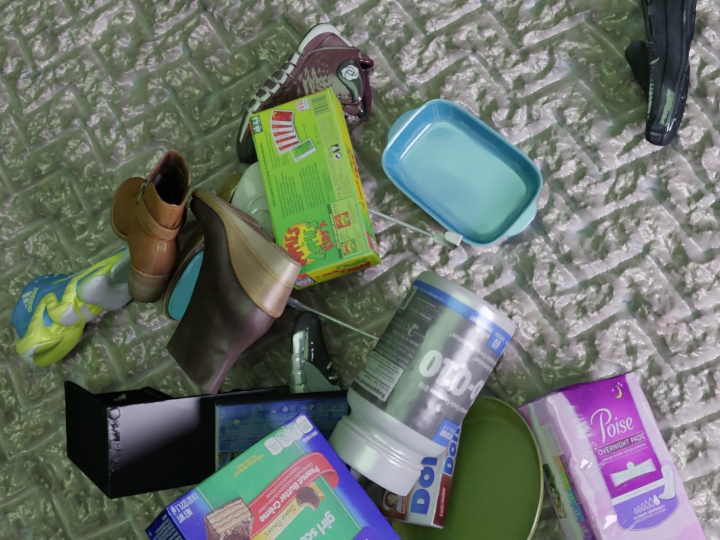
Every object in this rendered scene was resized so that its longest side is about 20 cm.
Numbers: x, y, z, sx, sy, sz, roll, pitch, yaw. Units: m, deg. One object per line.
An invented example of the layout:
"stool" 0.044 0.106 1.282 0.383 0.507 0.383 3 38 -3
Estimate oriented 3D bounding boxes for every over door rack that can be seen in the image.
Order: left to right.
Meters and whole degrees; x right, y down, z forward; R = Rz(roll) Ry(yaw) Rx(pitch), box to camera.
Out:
"over door rack" 0.000 0.000 0.939 0.199 0.067 0.148 22 84 18

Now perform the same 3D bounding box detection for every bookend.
"bookend" -0.209 0.171 0.922 0.199 0.199 0.092 -2 92 -30

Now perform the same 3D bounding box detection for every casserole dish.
"casserole dish" 0.117 -0.110 0.948 0.200 0.039 0.121 41 91 19

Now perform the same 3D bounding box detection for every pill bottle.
"pill bottle" 0.058 0.112 0.818 0.114 0.114 0.200 30 86 18

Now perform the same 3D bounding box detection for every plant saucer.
"plant saucer" 0.111 0.228 0.836 0.200 0.031 0.201 -32 43 36

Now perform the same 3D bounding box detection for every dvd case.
"dvd case" -0.080 0.224 0.860 0.142 0.018 0.201 -2 105 -17

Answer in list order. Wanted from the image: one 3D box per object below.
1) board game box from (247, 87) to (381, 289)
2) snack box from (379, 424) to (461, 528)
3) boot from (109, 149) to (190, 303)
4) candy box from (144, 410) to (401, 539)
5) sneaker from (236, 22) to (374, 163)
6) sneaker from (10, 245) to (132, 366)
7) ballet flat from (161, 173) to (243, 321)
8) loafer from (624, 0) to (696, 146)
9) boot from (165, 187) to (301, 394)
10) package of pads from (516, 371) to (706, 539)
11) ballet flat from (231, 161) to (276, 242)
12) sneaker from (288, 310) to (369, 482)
"board game box" -0.052 -0.091 0.913 0.101 0.048 0.201 -17 73 11
"snack box" 0.072 0.166 0.874 0.072 0.024 0.201 -5 62 40
"boot" -0.243 -0.082 0.953 0.076 0.156 0.200 8 43 -20
"candy box" -0.063 0.258 0.739 0.169 0.077 0.200 -30 78 -40
"sneaker" -0.056 -0.195 0.992 0.115 0.076 0.200 34 88 15
"sneaker" -0.358 0.020 1.022 0.200 0.076 0.105 -43 60 -8
"ballet flat" -0.183 -0.031 1.004 0.063 0.069 0.200 30 83 45
"loafer" 0.327 -0.231 0.908 0.070 0.068 0.201 5 75 23
"boot" -0.164 0.015 0.882 0.200 0.072 0.167 40 96 39
"package of pads" 0.248 0.206 0.810 0.120 0.076 0.201 -12 74 -25
"ballet flat" -0.127 -0.026 0.961 0.069 0.069 0.201 22 97 17
"sneaker" -0.016 0.141 0.907 0.115 0.075 0.201 -2 100 5
